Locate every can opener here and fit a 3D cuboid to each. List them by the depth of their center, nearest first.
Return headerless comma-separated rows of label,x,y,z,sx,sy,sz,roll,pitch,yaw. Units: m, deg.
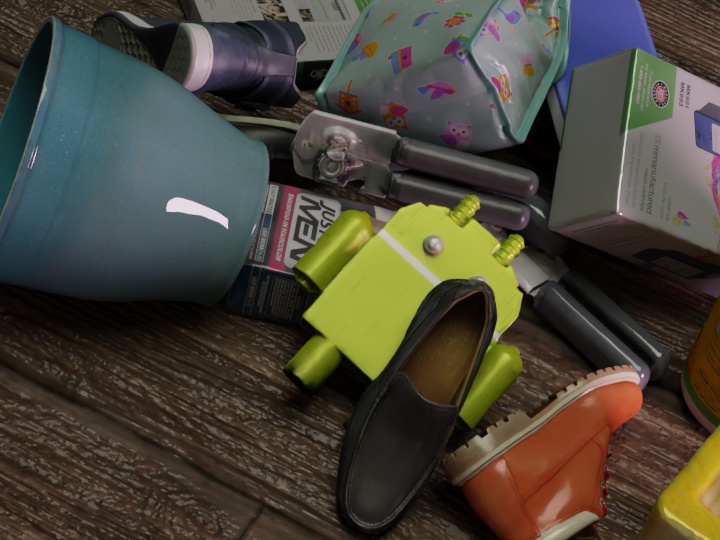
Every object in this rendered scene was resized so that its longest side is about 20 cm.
can opener,0.042,-0.082,1.365,0.199,0.054,0.067,14,8,-2
can opener,0.172,0.012,1.375,0.053,0.067,0.200,-27,59,-34

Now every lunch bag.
lunch bag,0.080,-0.184,1.439,0.169,0.122,0.200,-11,33,34

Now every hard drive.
hard drive,0.215,-0.174,1.499,0.131,0.025,0.201,10,50,-27

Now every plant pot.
plant pot,-0.176,-0.065,1.270,0.187,0.200,0.201,18,43,-19

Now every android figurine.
android figurine,0.040,0.032,1.269,0.182,0.041,0.200,43,78,4

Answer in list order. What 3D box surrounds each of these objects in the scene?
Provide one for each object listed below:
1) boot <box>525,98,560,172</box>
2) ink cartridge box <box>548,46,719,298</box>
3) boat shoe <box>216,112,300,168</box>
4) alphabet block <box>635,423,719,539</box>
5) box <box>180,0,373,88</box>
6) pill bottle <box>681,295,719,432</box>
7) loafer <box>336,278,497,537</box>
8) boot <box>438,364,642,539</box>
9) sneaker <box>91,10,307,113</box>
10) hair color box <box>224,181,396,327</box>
boot,0.176,-0.167,1.546,0.199,0.073,0.151,25,45,-4
ink cartridge box,0.264,-0.076,1.392,0.199,0.087,0.146,21,70,-31
boat shoe,-0.108,-0.101,1.410,0.200,0.074,0.064,8,83,-24
alphabet block,0.284,0.215,1.121,0.195,0.201,0.196,35,47,17
box,-0.057,-0.228,1.561,0.199,0.036,0.145,-6,50,-20
pill bottle,0.329,0.036,1.292,0.110,0.201,0.112,8,45,-9
loafer,0.038,0.093,1.201,0.072,0.072,0.201,23,80,-2
boot,0.156,0.143,1.254,0.199,0.075,0.108,-26,76,-39
sneaker,-0.133,-0.179,1.440,0.145,0.078,0.202,-3,12,-36
hair color box,0.000,0.000,1.342,0.199,0.061,0.100,13,46,-5
